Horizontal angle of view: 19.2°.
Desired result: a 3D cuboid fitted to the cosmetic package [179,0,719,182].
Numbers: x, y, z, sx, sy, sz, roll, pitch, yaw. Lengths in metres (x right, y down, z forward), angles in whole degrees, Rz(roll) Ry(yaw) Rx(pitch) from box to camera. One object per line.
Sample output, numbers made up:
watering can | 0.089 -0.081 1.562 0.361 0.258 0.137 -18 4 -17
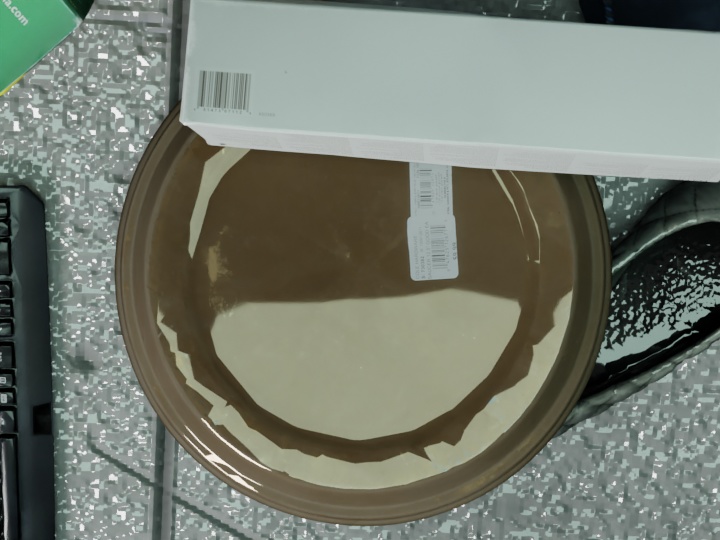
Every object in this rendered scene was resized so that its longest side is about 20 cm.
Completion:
cosmetic package | 0.038 -0.066 0.778 0.198 0.083 0.051 4 86 2

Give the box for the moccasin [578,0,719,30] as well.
moccasin | 0.109 -0.148 0.803 0.080 0.068 0.201 -13 109 1

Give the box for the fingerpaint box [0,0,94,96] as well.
fingerpaint box | -0.175 -0.157 0.735 0.073 0.167 0.200 -38 104 10

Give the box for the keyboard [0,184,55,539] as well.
keyboard | -0.178 0.065 0.869 0.103 0.040 0.202 -1 106 -3

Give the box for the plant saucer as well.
plant saucer | 0.000 0.000 0.832 0.198 0.029 0.202 0 88 3

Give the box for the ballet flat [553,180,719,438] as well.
ballet flat | 0.115 0.021 0.861 0.200 0.057 0.067 -37 106 8
